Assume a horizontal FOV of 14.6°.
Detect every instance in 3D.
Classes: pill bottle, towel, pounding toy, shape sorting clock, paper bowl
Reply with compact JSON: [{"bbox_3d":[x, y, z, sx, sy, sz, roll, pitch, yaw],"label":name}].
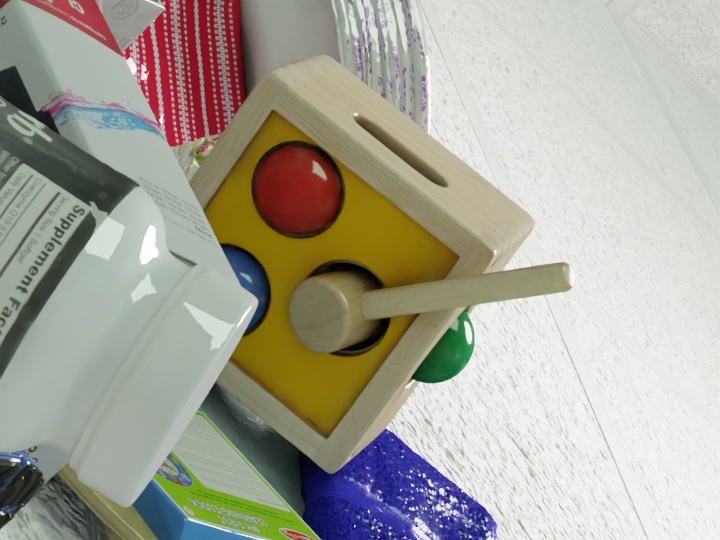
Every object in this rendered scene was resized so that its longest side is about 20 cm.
[{"bbox_3d":[-0.146,-0.003,1.064,0.199,0.117,0.116,33,15,1],"label":"pill bottle"},{"bbox_3d":[-0.129,-0.130,1.674,0.200,0.022,0.146,10,73,-55],"label":"towel"},{"bbox_3d":[0.000,0.000,1.502,0.200,0.184,0.142,38,19,7],"label":"pounding toy"},{"bbox_3d":[-0.090,0.106,1.339,0.200,0.039,0.200,37,9,-7],"label":"shape sorting clock"},{"bbox_3d":[0.027,0.154,1.545,0.148,0.049,0.200,45,15,-19],"label":"towel"},{"bbox_3d":[-0.035,-0.117,1.808,0.104,0.201,0.201,-3,39,-19],"label":"paper bowl"}]

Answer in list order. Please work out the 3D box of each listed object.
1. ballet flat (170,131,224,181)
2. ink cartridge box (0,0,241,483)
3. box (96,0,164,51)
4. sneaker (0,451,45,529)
[{"bbox_3d":[-0.045,0.002,1.645,0.200,0.064,0.076,55,0,0],"label":"ballet flat"},{"bbox_3d":[-0.159,-0.026,1.255,0.083,0.146,0.200,30,24,-48],"label":"ink cartridge box"},{"bbox_3d":[-0.206,-0.187,1.575,0.060,0.117,0.200,17,34,-56],"label":"box"},{"bbox_3d":[-0.193,0.067,1.077,0.079,0.075,0.200,53,13,28],"label":"sneaker"}]
